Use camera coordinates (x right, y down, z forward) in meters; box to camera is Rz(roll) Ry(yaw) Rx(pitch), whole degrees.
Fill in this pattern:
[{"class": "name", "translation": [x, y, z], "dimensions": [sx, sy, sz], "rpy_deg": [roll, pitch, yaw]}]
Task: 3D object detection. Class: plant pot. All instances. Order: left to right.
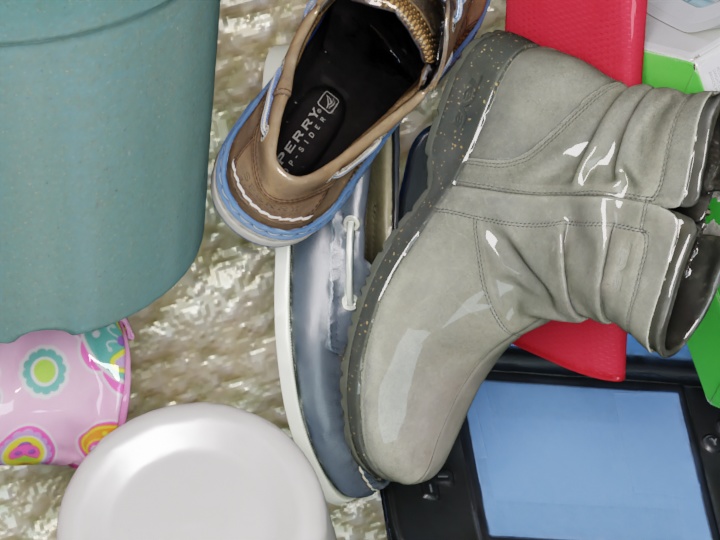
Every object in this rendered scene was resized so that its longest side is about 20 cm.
[{"class": "plant pot", "translation": [-0.135, -0.092, 1.068], "dimensions": [0.199, 0.200, 0.197], "rpy_deg": [-10, 127, -12]}]

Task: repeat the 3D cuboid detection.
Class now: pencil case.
[{"class": "pencil case", "translation": [-0.197, 0.038, 1.169], "dimensions": [0.199, 0.087, 0.088], "rpy_deg": [6, 115, -18]}]

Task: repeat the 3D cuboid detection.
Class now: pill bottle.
[{"class": "pill bottle", "translation": [-0.060, 0.148, 1.216], "dimensions": [0.114, 0.115, 0.200], "rpy_deg": [-22, 152, -5]}]

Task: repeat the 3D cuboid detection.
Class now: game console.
[{"class": "game console", "translation": [0.111, 0.041, 1.252], "dimensions": [0.199, 0.171, 0.118], "rpy_deg": [4, 142, -19]}]

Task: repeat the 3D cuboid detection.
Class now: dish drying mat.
[{"class": "dish drying mat", "translation": [0.089, -0.056, 1.166], "dimensions": [0.018, 0.077, 0.201], "rpy_deg": [-15, 117, -37]}]

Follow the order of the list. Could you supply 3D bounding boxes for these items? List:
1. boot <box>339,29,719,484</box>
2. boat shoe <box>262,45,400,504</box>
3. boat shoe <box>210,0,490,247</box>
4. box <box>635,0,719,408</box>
[{"class": "boot", "translation": [0.074, 0.009, 1.108], "dimensions": [0.068, 0.130, 0.201], "rpy_deg": [8, 103, -53]}, {"class": "boat shoe", "translation": [0.000, 0.000, 1.186], "dimensions": [0.062, 0.075, 0.201], "rpy_deg": [-4, 91, 16]}, {"class": "boat shoe", "translation": [0.013, -0.099, 1.122], "dimensions": [0.072, 0.072, 0.200], "rpy_deg": [31, 71, -9]}, {"class": "box", "translation": [0.214, -0.055, 1.205], "dimensions": [0.176, 0.097, 0.200], "rpy_deg": [-34, 118, -19]}]
